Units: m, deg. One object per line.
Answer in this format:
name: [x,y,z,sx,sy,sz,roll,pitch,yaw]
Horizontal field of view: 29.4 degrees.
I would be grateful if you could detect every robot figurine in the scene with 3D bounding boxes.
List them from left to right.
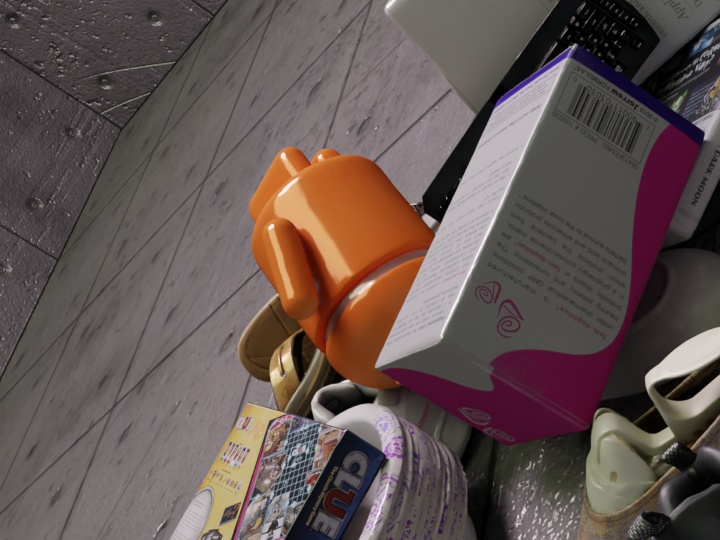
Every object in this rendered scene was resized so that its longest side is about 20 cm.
robot figurine: [-0.001,0.000,0.965,0.116,0.144,0.200,-36,62,-3]

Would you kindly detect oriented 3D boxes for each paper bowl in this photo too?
paper bowl: [0.000,0.197,0.903,0.201,0.104,0.201,-50,19,24]

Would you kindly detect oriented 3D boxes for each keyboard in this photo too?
keyboard: [0.135,-0.092,0.945,0.200,0.104,0.040,-56,12,21]

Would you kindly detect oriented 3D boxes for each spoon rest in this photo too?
spoon rest: [0.150,0.046,0.865,0.199,0.061,0.100,-24,36,37]

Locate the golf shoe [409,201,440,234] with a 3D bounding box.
golf shoe: [0.044,-0.030,1.087,0.078,0.094,0.201,-37,22,52]

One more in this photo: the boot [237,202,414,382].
boot: [-0.033,0.018,1.209,0.200,0.073,0.155,-44,10,-9]

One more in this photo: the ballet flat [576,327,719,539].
ballet flat: [0.164,0.083,0.724,0.200,0.067,0.068,-49,21,24]

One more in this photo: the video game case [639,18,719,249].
video game case: [0.205,-0.085,0.914,0.182,0.023,0.200,-62,7,-13]

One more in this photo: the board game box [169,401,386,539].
board game box: [-0.065,0.161,0.910,0.136,0.035,0.200,-60,19,-11]

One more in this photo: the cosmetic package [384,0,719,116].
cosmetic package: [0.147,-0.209,1.013,0.200,0.165,0.165,-41,9,18]

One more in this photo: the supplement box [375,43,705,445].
supplement box: [0.105,-0.011,0.803,0.201,0.101,0.103,-64,14,-22]

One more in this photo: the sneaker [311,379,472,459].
sneaker: [-0.003,0.121,1.043,0.200,0.099,0.078,-34,29,51]

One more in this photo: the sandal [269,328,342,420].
sandal: [-0.053,0.092,1.092,0.201,0.054,0.080,-64,-9,-4]

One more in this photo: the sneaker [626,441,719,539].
sneaker: [0.161,0.135,0.526,0.078,0.140,0.200,-52,18,13]

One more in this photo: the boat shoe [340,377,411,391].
boat shoe: [-0.001,0.073,1.187,0.067,0.057,0.200,-62,19,-15]
